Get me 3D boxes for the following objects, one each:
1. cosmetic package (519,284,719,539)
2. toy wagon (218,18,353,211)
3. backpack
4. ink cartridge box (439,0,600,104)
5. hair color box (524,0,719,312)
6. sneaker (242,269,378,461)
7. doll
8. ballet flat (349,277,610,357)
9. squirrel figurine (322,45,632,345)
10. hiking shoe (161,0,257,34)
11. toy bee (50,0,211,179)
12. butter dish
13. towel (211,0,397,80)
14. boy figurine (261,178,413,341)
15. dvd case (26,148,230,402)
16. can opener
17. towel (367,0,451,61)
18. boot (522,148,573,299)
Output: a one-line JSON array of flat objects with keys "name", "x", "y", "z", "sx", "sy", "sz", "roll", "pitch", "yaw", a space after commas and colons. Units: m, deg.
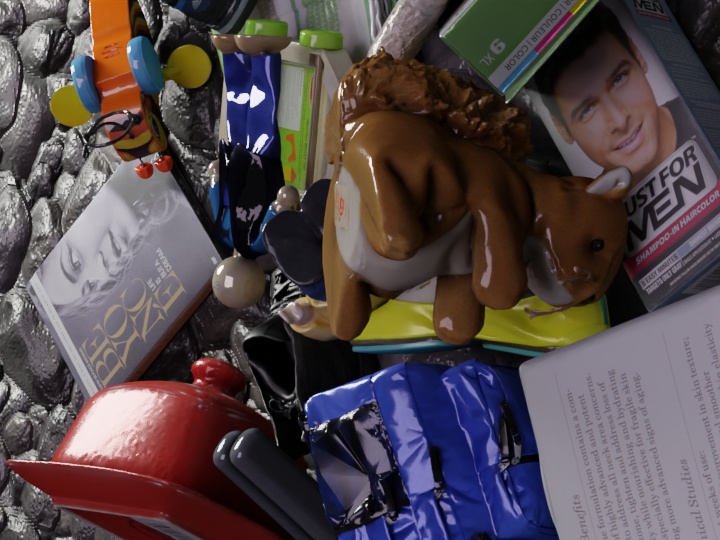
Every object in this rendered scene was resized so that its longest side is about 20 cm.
[{"name": "cosmetic package", "x": 0.234, "y": 0.106, "z": 1.282, "sx": 0.200, "sy": 0.166, "sz": 0.168, "roll": -24, "pitch": 72, "yaw": 38}, {"name": "toy wagon", "x": -0.039, "y": -0.101, "z": 1.574, "sx": 0.200, "sy": 0.040, "sz": 0.156, "roll": 18, "pitch": 107, "yaw": 49}, {"name": "backpack", "x": 0.067, "y": 0.166, "z": 1.433, "sx": 0.168, "sy": 0.162, "sz": 0.200, "roll": -23, "pitch": 71, "yaw": 36}, {"name": "ink cartridge box", "x": 0.106, "y": -0.173, "z": 1.384, "sx": 0.059, "sy": 0.200, "sz": 0.104, "roll": 42, "pitch": 99, "yaw": -5}, {"name": "hair color box", "x": 0.193, "y": -0.081, "z": 1.401, "sx": 0.099, "sy": 0.061, "sz": 0.200, "roll": -43, "pitch": 60, "yaw": 32}, {"name": "sneaker", "x": -0.045, "y": 0.043, "z": 1.579, "sx": 0.060, "sy": 0.104, "sz": 0.200, "roll": -33, "pitch": 66, "yaw": 37}, {"name": "doll", "x": -0.083, "y": -0.072, "z": 1.561, "sx": 0.136, "sy": 0.048, "sz": 0.201, "roll": 13, "pitch": 103, "yaw": 61}, {"name": "ballet flat", "x": 0.081, "y": 0.027, "z": 1.447, "sx": 0.200, "sy": 0.067, "sz": 0.067, "roll": 1, "pitch": 88, "yaw": 35}, {"name": "squirrel figurine", "x": 0.075, "y": -0.054, "z": 1.354, "sx": 0.142, "sy": 0.186, "sz": 0.200, "roll": 113, "pitch": 152, "yaw": -54}, {"name": "hiking shoe", "x": -0.144, "y": -0.268, "z": 1.685, "sx": 0.074, "sy": 0.087, "sz": 0.200, "roll": -55, "pitch": 41, "yaw": 23}, {"name": "toy bee", "x": -0.192, "y": -0.131, "z": 1.724, "sx": 0.131, "sy": 0.109, "sz": 0.200, "roll": -1, "pitch": 47, "yaw": 25}, {"name": "butter dish", "x": -0.128, "y": 0.138, "z": 1.622, "sx": 0.199, "sy": 0.200, "sz": 0.148, "roll": 2, "pitch": 66, "yaw": 43}, {"name": "towel", "x": -0.043, "y": -0.163, "z": 1.627, "sx": 0.200, "sy": 0.031, "sz": 0.150, "roll": -22, "pitch": 72, "yaw": 45}, {"name": "boy figurine", "x": 0.000, "y": 0.000, "z": 1.497, "sx": 0.124, "sy": 0.200, "sz": 0.064, "roll": -41, "pitch": 69, "yaw": 1}, {"name": "dvd case", "x": -0.197, "y": 0.004, "z": 1.778, "sx": 0.200, "sy": 0.016, "sz": 0.149, "roll": -49, "pitch": 58, "yaw": 29}, {"name": "can opener", "x": -0.030, "y": 0.194, "z": 1.524, "sx": 0.200, "sy": 0.066, "sz": 0.053, "roll": 49, "pitch": 150, "yaw": -17}, {"name": "towel", "x": 0.058, "y": -0.207, "z": 1.461, "sx": 0.034, "sy": 0.200, "sz": 0.133, "roll": 31, "pitch": 113, "yaw": -2}, {"name": "boot", "x": 0.075, "y": -0.032, "z": 1.506, "sx": 0.200, "sy": 0.068, "sz": 0.131, "roll": 23, "pitch": 108, "yaw": 42}]
